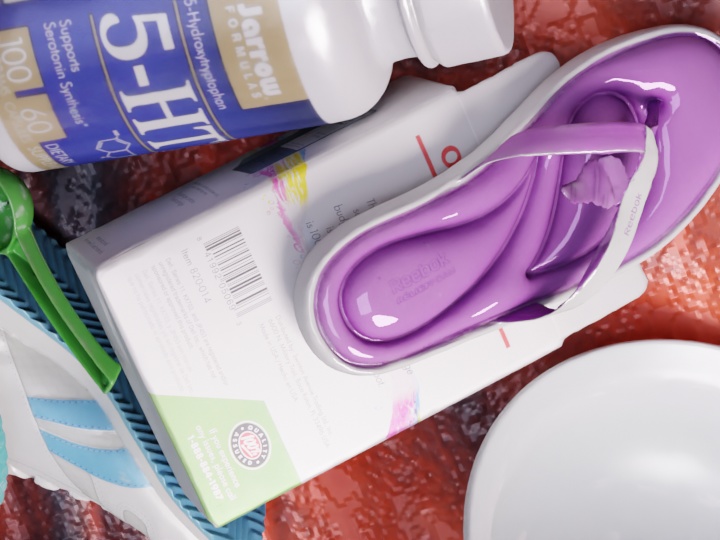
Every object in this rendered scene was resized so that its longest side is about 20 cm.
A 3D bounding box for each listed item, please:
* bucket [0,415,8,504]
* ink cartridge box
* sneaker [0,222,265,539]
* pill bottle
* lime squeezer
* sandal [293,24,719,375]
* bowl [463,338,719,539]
[{"bbox_3d":[-0.250,0.072,0.962,0.207,0.135,0.208,22,131,28],"label":"bucket"},{"bbox_3d":[0.000,0.000,0.946,0.200,0.067,0.117,-26,105,-11],"label":"ink cartridge box"},{"bbox_3d":[-0.123,0.058,1.012,0.200,0.077,0.081,45,120,-2],"label":"sneaker"},{"bbox_3d":[-0.048,-0.110,0.909,0.200,0.120,0.120,-9,108,12],"label":"pill bottle"},{"bbox_3d":[-0.176,-0.023,0.947,0.200,0.071,0.038,31,146,-7],"label":"lime squeezer"},{"bbox_3d":[0.071,-0.019,0.902,0.202,0.050,0.083,-34,107,-10],"label":"sandal"},{"bbox_3d":[0.128,0.134,0.954,0.201,0.201,0.090,23,145,0],"label":"bowl"}]
